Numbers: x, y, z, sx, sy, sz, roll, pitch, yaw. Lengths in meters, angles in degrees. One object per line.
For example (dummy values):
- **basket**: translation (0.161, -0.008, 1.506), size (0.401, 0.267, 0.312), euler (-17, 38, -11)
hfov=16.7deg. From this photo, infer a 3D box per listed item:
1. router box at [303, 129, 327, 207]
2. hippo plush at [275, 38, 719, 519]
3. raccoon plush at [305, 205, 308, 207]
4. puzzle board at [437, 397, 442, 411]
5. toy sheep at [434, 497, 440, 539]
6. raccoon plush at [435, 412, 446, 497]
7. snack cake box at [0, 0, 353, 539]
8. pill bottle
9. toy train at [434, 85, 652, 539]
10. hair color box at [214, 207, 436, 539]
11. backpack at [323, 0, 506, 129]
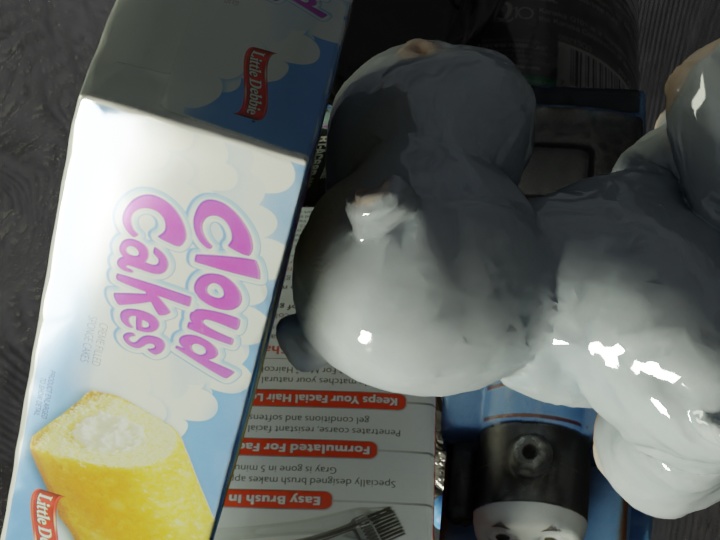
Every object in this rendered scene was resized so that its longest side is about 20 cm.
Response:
- **router box**: translation (-0.056, -0.079, 1.185), size (0.200, 0.062, 0.151), euler (114, 146, -57)
- **hippo plush**: translation (0.054, 0.014, 0.773), size (0.160, 0.159, 0.201), euler (106, 171, -54)
- **raccoon plush**: translation (0.000, 0.000, 1.077), size (0.200, 0.133, 0.097), euler (56, -165, -70)
- **puzzle board**: translation (0.015, 0.053, 1.298), size (0.151, 0.017, 0.201), euler (-134, 25, -66)
- **toy sheep**: translation (0.018, 0.154, 0.985), size (0.137, 0.199, 0.139), euler (-2, 88, 41)
- **raccoon plush**: translation (0.010, 0.142, 1.141), size (0.200, 0.097, 0.134), euler (-52, 4, 4)
- **snack cake box**: translation (-0.055, -0.004, 0.749), size (0.115, 0.067, 0.201), euler (-74, 0, -48)
- **pill bottle**: translation (0.069, -0.107, 1.099), size (0.113, 0.112, 0.201), euler (105, 172, -51)
- **toy train**: translation (0.068, 0.031, 0.914), size (0.114, 0.086, 0.201), euler (72, -157, -65)
- **hair color box**: translation (-0.027, 0.062, 0.898), size (0.201, 0.110, 0.064), euler (-86, -3, -50)
- **backpack**: translation (0.002, -0.129, 0.947), size (0.167, 0.126, 0.200), euler (-51, 6, -5)
